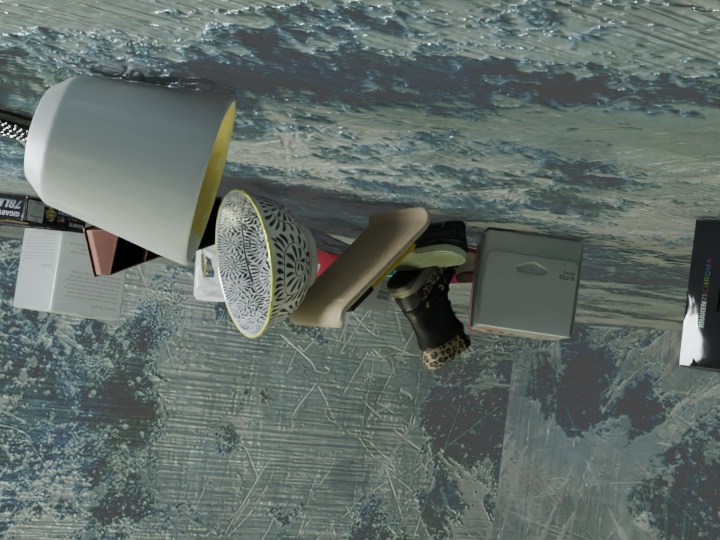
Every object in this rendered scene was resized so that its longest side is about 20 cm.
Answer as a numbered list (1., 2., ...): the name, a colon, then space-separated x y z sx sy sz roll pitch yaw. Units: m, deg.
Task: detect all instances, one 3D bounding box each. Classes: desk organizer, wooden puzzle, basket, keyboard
1. desk organizer: -0.287 -0.051 1.711 0.077 0.072 0.200 1 -163 41
2. wooden puzzle: 0.000 0.000 1.626 0.037 0.200 0.185 45 162 -17
3. basket: -0.243 -0.002 2.422 0.123 0.136 0.200 5 177 -30
4. keyboard: -0.406 -0.159 1.297 0.127 0.021 0.200 4 174 38

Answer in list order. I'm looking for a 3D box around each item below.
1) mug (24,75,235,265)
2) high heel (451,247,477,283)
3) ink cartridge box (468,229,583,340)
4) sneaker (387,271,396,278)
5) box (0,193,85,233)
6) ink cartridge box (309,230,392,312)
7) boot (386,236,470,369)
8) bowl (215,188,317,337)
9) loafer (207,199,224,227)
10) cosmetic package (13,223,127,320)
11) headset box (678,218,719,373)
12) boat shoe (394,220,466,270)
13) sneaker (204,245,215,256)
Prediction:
1. mug: -0.201 -0.093 1.042 0.153 0.150 0.187 15 169 -2
2. high heel: 0.198 -0.001 2.006 0.096 0.068 0.200 17 -173 37
3. ink cartridge box: 0.245 0.026 1.811 0.145 0.145 0.200 8 175 3
4. sneaker: 0.047 -0.027 1.892 0.077 0.080 0.200 7 178 9
5. box: -0.649 -0.110 2.239 0.199 0.050 0.198 7 175 19
6. ink cartridge box: -0.066 -0.010 1.996 0.175 0.084 0.200 12 -171 -43
7. boot: 0.123 0.044 1.820 0.073 0.151 0.200 -12 -162 33
8. bowl: -0.118 -0.015 1.623 0.094 0.202 0.201 -9 -176 -26
9. loafer: -0.214 -0.074 1.823 0.199 0.063 0.072 4 175 37
10. cosmetic package: -0.595 -0.007 2.480 0.167 0.201 0.166 12 174 -42
11. headset box: 0.461 0.038 1.391 0.200 0.175 0.093 13 174 -43
12. boat shoe: 0.070 -0.044 1.726 0.199 0.066 0.074 -5 155 45
13. sneaker: -0.232 -0.053 1.966 0.199 0.075 0.087 17 170 13
